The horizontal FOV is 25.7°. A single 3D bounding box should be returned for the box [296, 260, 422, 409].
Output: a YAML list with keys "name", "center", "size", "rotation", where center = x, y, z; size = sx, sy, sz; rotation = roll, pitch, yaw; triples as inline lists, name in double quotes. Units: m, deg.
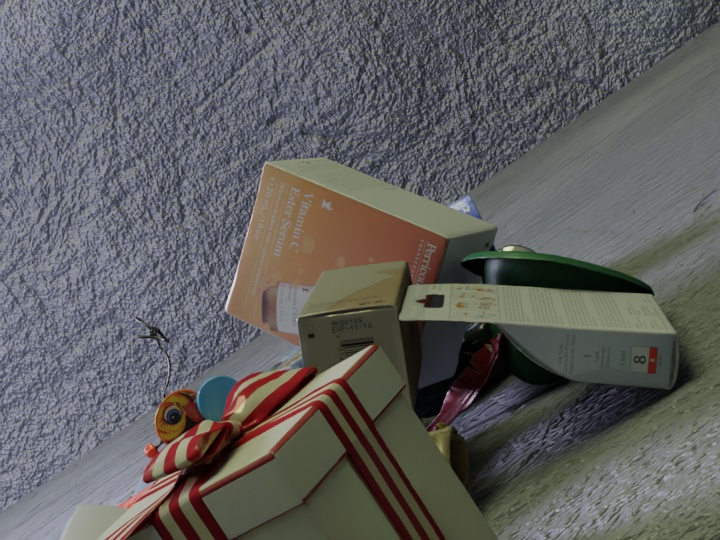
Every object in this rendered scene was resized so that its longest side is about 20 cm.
- name: "box"
  center: [0.003, 0.055, 1.261]
  size: [0.077, 0.095, 0.200]
  rotation: [-8, 10, 6]

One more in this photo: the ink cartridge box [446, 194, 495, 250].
- name: "ink cartridge box"
  center: [0.104, 0.005, 1.681]
  size: [0.094, 0.044, 0.200]
  rotation: [-27, -33, 2]

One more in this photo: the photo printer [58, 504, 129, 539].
- name: "photo printer"
  center: [-0.156, 0.236, 1.209]
  size: [0.166, 0.070, 0.200]
  rotation: [11, 1, -5]

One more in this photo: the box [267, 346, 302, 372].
- name: "box"
  center: [-0.020, 0.079, 1.684]
  size: [0.137, 0.040, 0.200]
  rotation: [-30, 4, 23]

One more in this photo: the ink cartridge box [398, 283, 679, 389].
- name: "ink cartridge box"
  center: [0.131, 0.048, 1.194]
  size: [0.199, 0.050, 0.162]
  rotation: [1, 9, 4]

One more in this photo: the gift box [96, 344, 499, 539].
- name: "gift box"
  center: [-0.054, 0.171, 0.960]
  size: [0.200, 0.187, 0.185]
  rotation: [-30, 5, 24]

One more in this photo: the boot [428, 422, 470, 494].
- name: "boot"
  center: [0.006, 0.149, 1.191]
  size: [0.155, 0.073, 0.200]
  rotation: [-17, 18, 8]

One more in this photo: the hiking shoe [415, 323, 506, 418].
- name: "hiking shoe"
  center: [0.105, 0.087, 1.524]
  size: [0.200, 0.075, 0.087]
  rotation: [-29, -12, -4]

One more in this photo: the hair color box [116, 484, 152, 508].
- name: "hair color box"
  center: [-0.166, 0.244, 1.463]
  size: [0.200, 0.102, 0.061]
  rotation: [-33, 6, 12]

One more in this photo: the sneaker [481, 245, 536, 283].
- name: "sneaker"
  center: [0.112, 0.060, 1.630]
  size: [0.200, 0.074, 0.087]
  rotation: [-45, 29, 22]

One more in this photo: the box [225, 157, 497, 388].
- name: "box"
  center: [0.000, 0.000, 1.441]
  size: [0.106, 0.200, 0.153]
  rotation: [-11, -60, -60]

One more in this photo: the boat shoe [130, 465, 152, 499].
- name: "boat shoe"
  center: [-0.201, 0.282, 1.553]
  size: [0.201, 0.091, 0.071]
  rotation: [-59, 24, 21]

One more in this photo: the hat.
- name: "hat"
  center: [0.147, 0.088, 1.341]
  size: [0.200, 0.165, 0.177]
  rotation: [143, 139, -80]

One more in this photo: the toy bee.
- name: "toy bee"
  center: [-0.156, 0.150, 1.540]
  size: [0.109, 0.200, 0.131]
  rotation: [-57, -21, -8]
